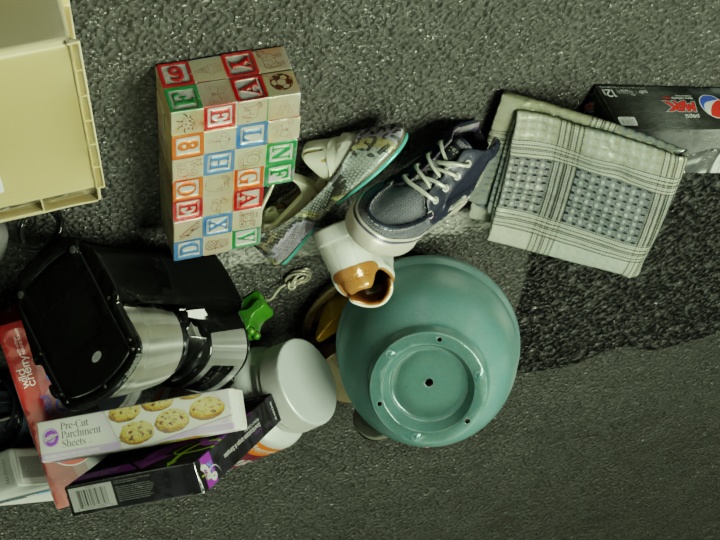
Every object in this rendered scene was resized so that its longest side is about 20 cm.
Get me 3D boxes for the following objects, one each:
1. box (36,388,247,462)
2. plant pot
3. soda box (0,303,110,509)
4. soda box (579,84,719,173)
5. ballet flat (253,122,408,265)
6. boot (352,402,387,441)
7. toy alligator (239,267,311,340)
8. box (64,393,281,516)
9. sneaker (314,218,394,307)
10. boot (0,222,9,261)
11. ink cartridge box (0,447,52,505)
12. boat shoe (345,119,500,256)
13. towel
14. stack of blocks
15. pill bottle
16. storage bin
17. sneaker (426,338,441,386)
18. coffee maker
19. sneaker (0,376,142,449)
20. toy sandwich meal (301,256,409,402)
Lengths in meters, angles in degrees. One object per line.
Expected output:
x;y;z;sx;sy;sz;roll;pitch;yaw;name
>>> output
-0.206;0.146;1.286;0.198;0.042;0.039;-10;171;13;box
0.069;0.098;1.405;0.198;0.134;0.202;1;106;3;plant pot
-0.299;0.128;1.355;0.069;0.063;0.202;-16;107;-8;soda box
0.320;-0.145;1.411;0.198;0.064;0.071;-2;142;-25;soda box
-0.042;-0.083;1.300;0.072;0.072;0.200;17;131;-43;ballet flat
0.072;0.167;1.659;0.203;0.073;0.154;-36;155;-25;boot
-0.134;0.063;1.458;0.199;0.055;0.059;-27;146;8;toy alligator
-0.178;0.177;1.335;0.142;0.036;0.200;-14;-172;20;box
0.000;0.000;1.365;0.072;0.085;0.200;-23;174;10;sneaker
-0.361;0.049;1.244;0.069;0.132;0.200;4;139;-31;boot
-0.372;0.232;1.490;0.175;0.045;0.200;-21;165;25;ink cartridge box
0.062;-0.086;1.296;0.093;0.075;0.200;-56;169;34;boat shoe
0.210;-0.080;1.377;0.199;0.035;0.193;19;142;6;towel
-0.121;-0.102;1.233;0.114;0.059;0.201;-11;145;-16;stack of blocks
-0.130;0.151;1.489;0.199;0.115;0.114;-25;149;33;pill bottle
-0.311;-0.125;1.068;0.198;0.094;0.199;-13;146;-12;storage bin
0.097;0.111;1.559;0.080;0.201;0.075;28;150;6;sneaker
-0.211;0.027;1.288;0.134;0.194;0.200;-11;174;26;coffee maker
-0.318;0.123;1.420;0.145;0.077;0.202;10;136;-42;sneaker
0.021;0.066;1.531;0.204;0.071;0.206;-15;146;-10;toy sandwich meal
